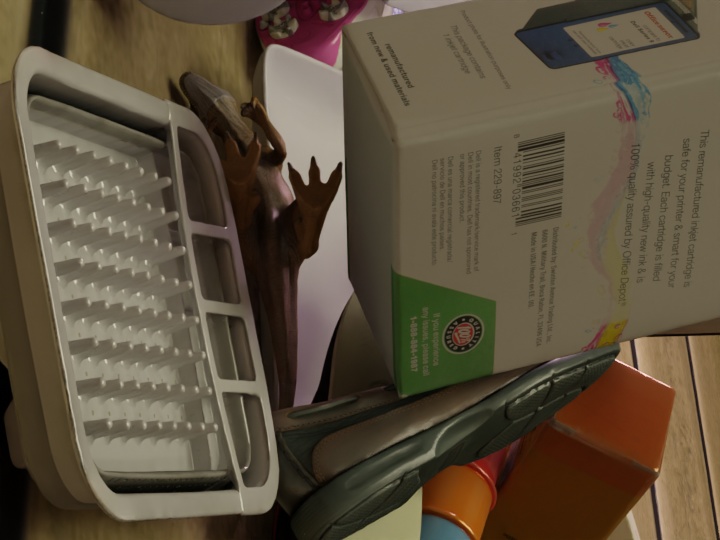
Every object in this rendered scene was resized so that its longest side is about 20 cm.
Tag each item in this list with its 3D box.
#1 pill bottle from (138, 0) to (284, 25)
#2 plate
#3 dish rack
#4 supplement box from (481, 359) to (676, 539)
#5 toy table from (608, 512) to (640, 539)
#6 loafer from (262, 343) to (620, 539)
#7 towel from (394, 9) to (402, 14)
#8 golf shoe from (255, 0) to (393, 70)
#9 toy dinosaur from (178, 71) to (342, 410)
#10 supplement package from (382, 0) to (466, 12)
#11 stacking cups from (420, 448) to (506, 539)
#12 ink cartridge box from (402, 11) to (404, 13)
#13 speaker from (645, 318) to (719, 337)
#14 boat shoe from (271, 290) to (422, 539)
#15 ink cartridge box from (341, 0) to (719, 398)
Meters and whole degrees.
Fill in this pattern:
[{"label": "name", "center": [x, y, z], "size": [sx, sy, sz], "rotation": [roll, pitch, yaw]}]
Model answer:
[{"label": "pill bottle", "center": [-0.069, -0.216, 0.929], "size": [0.115, 0.113, 0.201], "rotation": [58, 23, -49]}, {"label": "plate", "center": [0.000, 0.000, 1.055], "size": [0.199, 0.032, 0.202], "rotation": [14, 70, -56]}, {"label": "dish rack", "center": [-0.093, 0.013, 0.774], "size": [0.200, 0.043, 0.173], "rotation": [18, 60, -73]}, {"label": "supplement box", "center": [0.096, 0.130, 1.089], "size": [0.201, 0.066, 0.069], "rotation": [-61, -175, 43]}, {"label": "toy table", "center": [0.099, 0.120, 1.246], "size": [0.184, 0.116, 0.202], "rotation": [-71, 144, -64]}, {"label": "loafer", "center": [0.037, 0.055, 0.911], "size": [0.199, 0.072, 0.063], "rotation": [-26, 70, -37]}, {"label": "towel", "center": [0.039, -0.173, 1.483], "size": [0.200, 0.024, 0.146], "rotation": [-17, 96, -74]}, {"label": "golf shoe", "center": [-0.010, -0.143, 1.168], "size": [0.201, 0.075, 0.092], "rotation": [-75, 151, -59]}, {"label": "toy dinosaur", "center": [-0.039, -0.011, 0.920], "size": [0.106, 0.060, 0.202], "rotation": [103, -23, -66]}, {"label": "supplement package", "center": [0.030, -0.246, 1.135], "size": [0.116, 0.117, 0.201], "rotation": [11, 38, -54]}, {"label": "stacking cups", "center": [0.026, 0.149, 0.988], "size": [0.201, 0.060, 0.061], "rotation": [-68, 143, -48]}, {"label": "ink cartridge box", "center": [0.066, -0.103, 1.259], "size": [0.109, 0.050, 0.202], "rotation": [-138, -134, -62]}, {"label": "speaker", "center": [0.125, -0.005, 1.038], "size": [0.081, 0.198, 0.082], "rotation": [7, 81, -55]}, {"label": "boat shoe", "center": [0.004, 0.073, 0.962], "size": [0.073, 0.063, 0.203], "rotation": [27, 54, -16]}, {"label": "ink cartridge box", "center": [0.097, -0.044, 0.870], "size": [0.088, 0.198, 0.146], "rotation": [-114, -164, -46]}]
